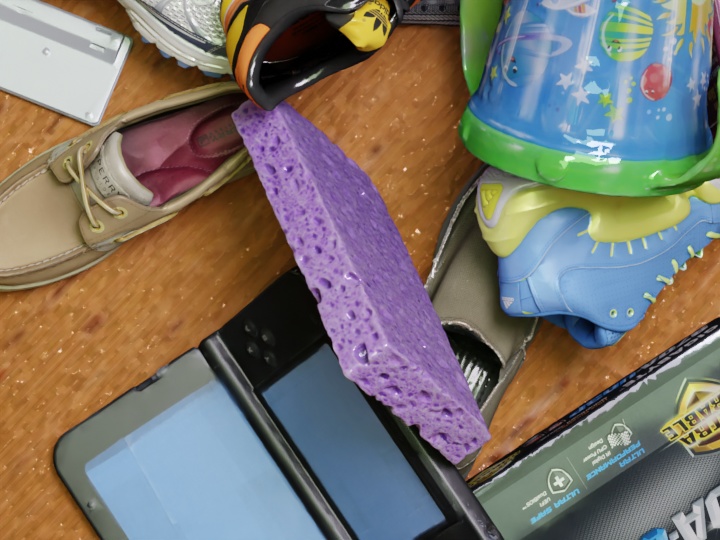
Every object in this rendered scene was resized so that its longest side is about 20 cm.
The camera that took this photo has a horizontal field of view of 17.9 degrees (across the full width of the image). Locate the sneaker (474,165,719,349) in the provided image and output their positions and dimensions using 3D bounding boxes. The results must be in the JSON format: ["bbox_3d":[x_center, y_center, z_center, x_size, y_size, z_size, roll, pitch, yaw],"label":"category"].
[{"bbox_3d":[0.150,-0.012,1.264,0.200,0.076,0.105,-2,96,-27],"label":"sneaker"}]

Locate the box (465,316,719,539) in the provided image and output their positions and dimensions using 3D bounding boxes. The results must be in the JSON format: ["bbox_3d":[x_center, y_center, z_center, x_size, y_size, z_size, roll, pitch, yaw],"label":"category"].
[{"bbox_3d":[0.166,0.143,1.265,0.200,0.046,0.159,-32,93,-7],"label":"box"}]

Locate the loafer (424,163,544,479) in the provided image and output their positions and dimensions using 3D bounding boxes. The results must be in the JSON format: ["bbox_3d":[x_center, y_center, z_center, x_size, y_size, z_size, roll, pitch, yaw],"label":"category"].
[{"bbox_3d":[0.068,0.030,1.268,0.075,0.070,0.200,17,83,-2],"label":"loafer"}]

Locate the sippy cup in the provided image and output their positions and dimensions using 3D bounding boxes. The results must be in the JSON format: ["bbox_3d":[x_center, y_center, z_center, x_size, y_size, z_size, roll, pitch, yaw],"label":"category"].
[{"bbox_3d":[0.128,-0.121,1.195,0.178,0.140,0.130,13,111,12],"label":"sippy cup"}]

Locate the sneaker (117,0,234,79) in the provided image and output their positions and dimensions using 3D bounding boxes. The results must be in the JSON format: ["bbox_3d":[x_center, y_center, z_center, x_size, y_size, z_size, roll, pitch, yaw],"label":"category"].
[{"bbox_3d":[-0.105,-0.176,1.261,0.200,0.085,0.077,25,46,-1],"label":"sneaker"}]

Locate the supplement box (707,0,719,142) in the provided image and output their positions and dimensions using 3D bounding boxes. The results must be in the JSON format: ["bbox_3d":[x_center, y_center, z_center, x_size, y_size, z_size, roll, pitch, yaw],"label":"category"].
[{"bbox_3d":[0.223,-0.180,1.271,0.103,0.131,0.200,-9,85,-5],"label":"supplement box"}]

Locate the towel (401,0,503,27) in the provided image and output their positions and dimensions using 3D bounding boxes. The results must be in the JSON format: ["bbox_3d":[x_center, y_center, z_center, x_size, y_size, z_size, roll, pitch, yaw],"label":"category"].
[{"bbox_3d":[0.067,-0.202,1.240,0.192,0.200,0.035,3,51,-3],"label":"towel"}]

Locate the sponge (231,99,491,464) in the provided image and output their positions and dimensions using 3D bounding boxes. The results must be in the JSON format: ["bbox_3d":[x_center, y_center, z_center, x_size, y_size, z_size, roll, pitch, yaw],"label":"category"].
[{"bbox_3d":[0.000,0.000,1.202,0.030,0.112,0.200,-36,48,13],"label":"sponge"}]

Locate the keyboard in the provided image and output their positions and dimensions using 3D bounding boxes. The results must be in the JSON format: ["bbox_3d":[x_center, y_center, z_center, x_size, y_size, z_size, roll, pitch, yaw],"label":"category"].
[{"bbox_3d":[-0.232,-0.144,1.302,0.200,0.011,0.056,22,88,-1],"label":"keyboard"}]

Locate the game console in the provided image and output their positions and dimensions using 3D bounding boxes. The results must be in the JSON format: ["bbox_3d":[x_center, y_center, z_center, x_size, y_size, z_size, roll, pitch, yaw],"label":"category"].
[{"bbox_3d":[-0.045,0.127,1.231,0.116,0.176,0.200,-32,86,-35],"label":"game console"}]

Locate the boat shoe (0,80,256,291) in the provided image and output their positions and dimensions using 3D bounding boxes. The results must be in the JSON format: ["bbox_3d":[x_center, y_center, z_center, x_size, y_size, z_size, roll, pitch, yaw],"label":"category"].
[{"bbox_3d":[-0.134,-0.054,1.267,0.200,0.066,0.074,-31,86,-6],"label":"boat shoe"}]

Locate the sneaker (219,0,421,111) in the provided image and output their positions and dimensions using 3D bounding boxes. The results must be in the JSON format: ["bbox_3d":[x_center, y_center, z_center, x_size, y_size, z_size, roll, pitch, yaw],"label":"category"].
[{"bbox_3d":[0.015,-0.152,1.187,0.200,0.090,0.070,-32,126,18],"label":"sneaker"}]
